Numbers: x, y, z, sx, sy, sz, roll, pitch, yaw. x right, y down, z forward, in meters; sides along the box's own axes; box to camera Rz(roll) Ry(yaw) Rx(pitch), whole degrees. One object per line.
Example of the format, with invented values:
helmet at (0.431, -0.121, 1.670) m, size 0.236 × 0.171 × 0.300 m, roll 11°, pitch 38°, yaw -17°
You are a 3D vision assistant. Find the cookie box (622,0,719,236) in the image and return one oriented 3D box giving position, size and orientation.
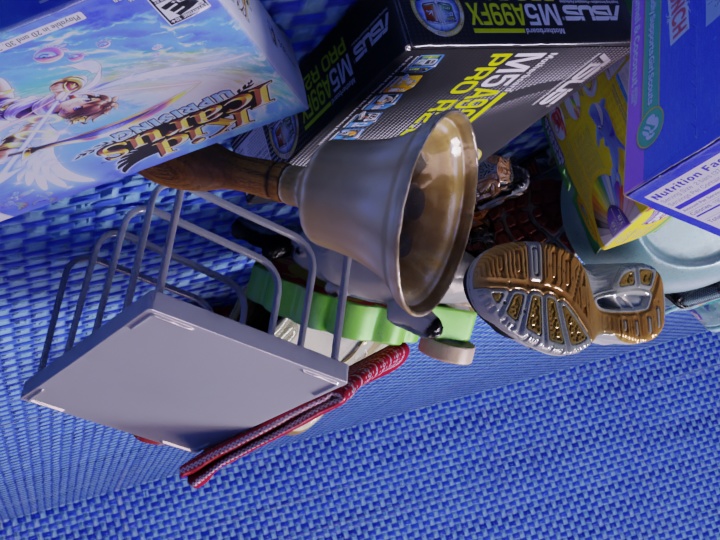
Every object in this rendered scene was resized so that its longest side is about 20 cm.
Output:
cookie box at (0.227, -0.085, 0.528) m, size 0.199 × 0.172 × 0.075 m, roll 20°, pitch 152°, yaw -18°

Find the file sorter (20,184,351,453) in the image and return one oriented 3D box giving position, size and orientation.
file sorter at (-0.115, 0.027, 0.761) m, size 0.138 × 0.125 × 0.200 m, roll 24°, pitch 147°, yaw -28°

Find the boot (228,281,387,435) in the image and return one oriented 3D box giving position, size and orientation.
boot at (-0.041, 0.043, 1.079) m, size 0.200 × 0.072 × 0.155 m, roll -50°, pitch 141°, yaw -19°

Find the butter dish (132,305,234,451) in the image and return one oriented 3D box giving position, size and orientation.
butter dish at (-0.158, 0.127, 1.150) m, size 0.199 × 0.148 × 0.199 m, roll -8°, pitch 165°, yaw -36°

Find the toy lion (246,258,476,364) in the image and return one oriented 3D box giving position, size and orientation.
toy lion at (-0.009, 0.017, 0.916) m, size 0.191 × 0.069 × 0.200 m, roll 9°, pitch -169°, yaw -29°

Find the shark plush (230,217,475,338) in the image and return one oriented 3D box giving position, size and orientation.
shark plush at (0.000, 0.000, 0.827) m, size 0.199 × 0.091 × 0.083 m, roll 0°, pitch -177°, yaw 15°

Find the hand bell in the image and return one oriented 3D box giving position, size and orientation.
hand bell at (-0.049, -0.048, 0.596) m, size 0.199 × 0.105 × 0.104 m, roll 13°, pitch 179°, yaw 22°

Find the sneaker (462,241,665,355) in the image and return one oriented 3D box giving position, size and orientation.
sneaker at (0.131, 0.026, 0.806) m, size 0.200 × 0.076 × 0.087 m, roll 10°, pitch 170°, yaw -42°

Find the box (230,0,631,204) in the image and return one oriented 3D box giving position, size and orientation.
box at (0.036, -0.101, 0.658) m, size 0.160 × 0.044 × 0.200 m, roll -7°, pitch 164°, yaw -33°

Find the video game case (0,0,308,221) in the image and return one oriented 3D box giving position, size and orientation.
video game case at (-0.140, -0.083, 0.506) m, size 0.199 × 0.046 × 0.181 m, roll -19°, pitch 168°, yaw 8°

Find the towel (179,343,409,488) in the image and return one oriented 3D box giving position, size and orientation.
towel at (-0.042, 0.107, 0.872) m, size 0.144 × 0.023 × 0.200 m, roll -30°, pitch 178°, yaw 16°

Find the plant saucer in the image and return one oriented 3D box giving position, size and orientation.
plant saucer at (0.252, -0.058, 0.845) m, size 0.200 × 0.039 × 0.202 m, roll -4°, pitch 121°, yaw -7°

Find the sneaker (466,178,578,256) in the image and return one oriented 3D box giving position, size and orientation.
sneaker at (0.181, -0.043, 0.930) m, size 0.199 × 0.078 × 0.082 m, roll -21°, pitch 168°, yaw 14°

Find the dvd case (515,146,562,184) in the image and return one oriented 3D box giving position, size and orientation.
dvd case at (0.164, -0.073, 1.001) m, size 0.146 × 0.022 × 0.200 m, roll -4°, pitch 161°, yaw -45°

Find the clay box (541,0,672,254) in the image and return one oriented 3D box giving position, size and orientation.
clay box at (0.174, -0.090, 0.726) m, size 0.047 × 0.115 × 0.200 m, roll -18°, pitch 169°, yaw -8°

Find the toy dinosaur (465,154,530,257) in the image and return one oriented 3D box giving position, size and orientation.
toy dinosaur at (0.058, -0.050, 0.864) m, size 0.135 × 0.103 × 0.200 m, roll 10°, pitch -177°, yaw -35°

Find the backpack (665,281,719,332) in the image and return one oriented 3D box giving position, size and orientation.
backpack at (0.315, -0.036, 1.025) m, size 0.178 × 0.151 × 0.200 m, roll -51°, pitch -168°, yaw -26°
